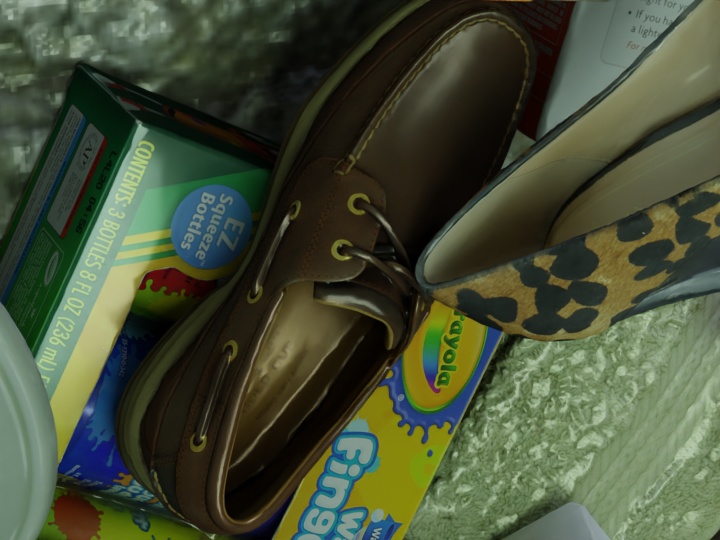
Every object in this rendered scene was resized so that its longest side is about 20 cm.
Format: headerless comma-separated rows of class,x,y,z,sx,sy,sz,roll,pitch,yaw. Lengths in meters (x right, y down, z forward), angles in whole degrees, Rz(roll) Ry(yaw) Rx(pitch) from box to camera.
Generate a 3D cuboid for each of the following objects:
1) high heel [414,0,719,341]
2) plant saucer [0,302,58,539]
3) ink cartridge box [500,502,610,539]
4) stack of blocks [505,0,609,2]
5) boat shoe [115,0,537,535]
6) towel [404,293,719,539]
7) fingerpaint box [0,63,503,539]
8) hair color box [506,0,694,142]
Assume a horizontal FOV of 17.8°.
high heel,0.089,-0.056,0.670,0.142,0.072,0.201,-9,137,-11
plant saucer,-0.192,0.046,0.699,0.199,0.050,0.201,10,131,12
ink cartridge box,0.071,0.222,0.855,0.147,0.200,0.145,-29,122,9
stack of blocks,-0.027,-0.130,0.736,0.199,0.115,0.059,-1,110,-24
boat shoe,-0.001,0.000,0.745,0.072,0.068,0.201,34,90,-30
towel,0.112,0.050,0.919,0.148,0.036,0.200,35,93,-31
fingerpaint box,-0.059,0.054,0.819,0.166,0.073,0.201,21,100,-30
hair color box,0.123,-0.137,0.793,0.110,0.064,0.201,10,107,-26
